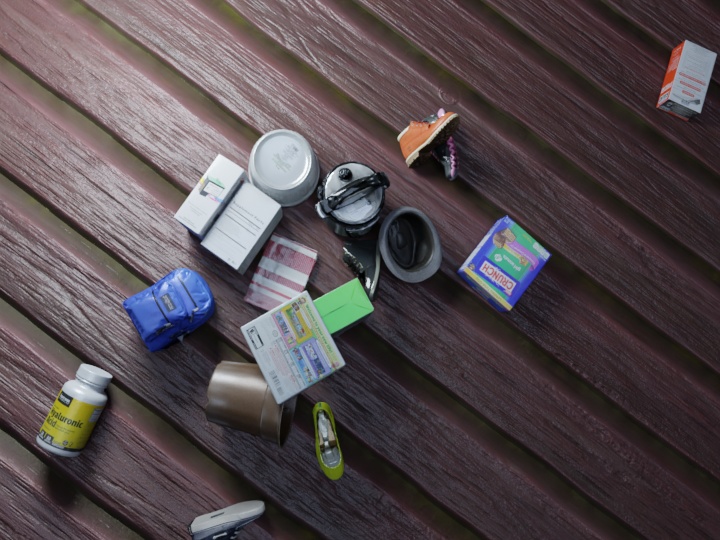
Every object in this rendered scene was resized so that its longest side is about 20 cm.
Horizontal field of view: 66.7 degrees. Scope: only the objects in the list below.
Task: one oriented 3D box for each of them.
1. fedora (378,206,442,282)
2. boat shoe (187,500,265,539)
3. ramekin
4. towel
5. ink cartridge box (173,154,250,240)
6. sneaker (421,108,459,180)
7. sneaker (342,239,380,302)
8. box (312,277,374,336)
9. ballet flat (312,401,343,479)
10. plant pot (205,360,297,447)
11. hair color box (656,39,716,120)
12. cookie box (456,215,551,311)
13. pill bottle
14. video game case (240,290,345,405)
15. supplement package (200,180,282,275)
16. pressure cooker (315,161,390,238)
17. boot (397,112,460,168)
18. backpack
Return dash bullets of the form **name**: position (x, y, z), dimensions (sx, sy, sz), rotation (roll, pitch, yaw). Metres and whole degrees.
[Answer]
- **fedora**: position (0.123, -0.069, 1.481), dimensions (0.175, 0.090, 0.203), rotation (-31, 99, -16)
- **boat shoe**: position (-0.326, 0.650, 1.370), dimensions (0.196, 0.075, 0.095), rotation (-15, 90, 1)
- **ramekin**: position (-0.209, -0.282, 1.479), dimensions (0.196, 0.105, 0.205), rotation (1, 82, -4)
- **towel**: position (-0.213, 0.016, 1.483), dimensions (0.142, 0.023, 0.203), rotation (22, 80, 0)
- **ink cartridge box**: position (-0.381, -0.182, 1.430), dimensions (0.083, 0.145, 0.202), rotation (33, 81, 0)
- **sneaker**: position (0.222, -0.349, 1.553), dimensions (0.094, 0.079, 0.204), rotation (-13, 84, 17)
- **sneaker**: position (0.000, 0.000, 1.455), dimensions (0.104, 0.076, 0.202), rotation (3, 47, 3)
- **box**: position (-0.076, 0.119, 1.402), dimensions (0.197, 0.177, 0.098), rotation (-28, 83, -7)
- **ballet flat**: position (-0.087, 0.444, 1.414), dimensions (0.065, 0.067, 0.204), rotation (-12, 84, -7)
- **plant pot**: position (-0.267, 0.316, 1.361), dimensions (0.194, 0.200, 0.205), rotation (10, 82, 4)
- **hair color box**: position (0.979, -0.570, 1.643), dimensions (0.109, 0.064, 0.203), rotation (22, 80, -3)
- **cookie box**: position (0.396, -0.017, 1.513), dimensions (0.171, 0.075, 0.201), rotation (40, 82, 0)
- **pill bottle**: position (-0.699, 0.342, 1.352), dimensions (0.110, 0.111, 0.203), rotation (24, 80, -1)
- **video game case**: position (-0.158, 0.178, 1.280), dimensions (0.180, 0.022, 0.202), rotation (-28, 78, -8)
- **supplement package**: position (-0.307, -0.109, 1.439), dimensions (0.119, 0.121, 0.202), rotation (34, 81, -1)
- **pressure cooker**: position (-0.025, -0.188, 1.435), dimensions (0.176, 0.200, 0.179), rotation (20, 80, -3)
- **boot**: position (0.181, -0.383, 1.499), dimensions (0.074, 0.199, 0.109), rotation (-6, 66, -49)
- **backpack**: position (-0.470, 0.095, 1.379), dimensions (0.198, 0.168, 0.164), rotation (-32, 93, -12)
